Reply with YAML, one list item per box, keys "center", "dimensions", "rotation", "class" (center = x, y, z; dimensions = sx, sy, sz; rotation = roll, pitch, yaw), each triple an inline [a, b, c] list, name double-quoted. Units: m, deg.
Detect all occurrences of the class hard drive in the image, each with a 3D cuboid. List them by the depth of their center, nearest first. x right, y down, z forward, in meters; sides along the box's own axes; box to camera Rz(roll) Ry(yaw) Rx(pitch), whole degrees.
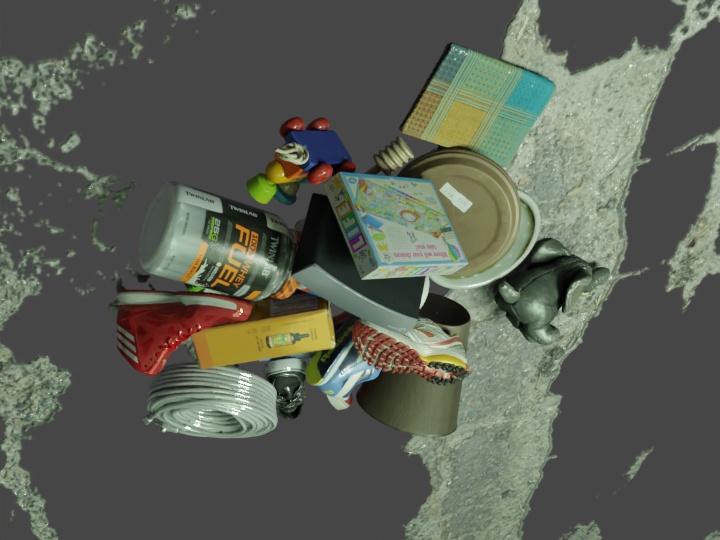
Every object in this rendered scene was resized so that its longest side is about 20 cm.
- center: [0.008, -0.009, 1.178]
  dimensions: [0.200, 0.135, 0.042]
  rotation: [29, 152, -32]
  class: "hard drive"

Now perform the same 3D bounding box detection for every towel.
- center: [0.166, -0.229, 1.250]
  dimensions: [0.199, 0.022, 0.147]
  rotation: [12, 124, -33]
  class: "towel"

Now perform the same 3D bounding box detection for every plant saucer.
- center: [0.133, -0.078, 1.299]
  dimensions: [0.199, 0.030, 0.201]
  rotation: [3, 116, 6]
  class: "plant saucer"
- center: [0.181, -0.059, 1.395]
  dimensions: [0.199, 0.050, 0.201]
  rotation: [-12, 134, -13]
  class: "plant saucer"

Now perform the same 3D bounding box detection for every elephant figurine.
- center: [0.333, 0.018, 1.514]
  dimensions: [0.200, 0.155, 0.142]
  rotation: [-39, 94, -3]
  class: "elephant figurine"

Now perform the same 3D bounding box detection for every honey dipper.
- center: [-0.013, -0.112, 1.257]
  dimensions: [0.200, 0.038, 0.038]
  rotation: [-38, 137, 13]
  class: "honey dipper"

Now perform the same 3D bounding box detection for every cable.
- center: [-0.224, 0.201, 1.361]
  dimensions: [0.199, 0.070, 0.200]
  rotation: [14, 152, -14]
  class: "cable"

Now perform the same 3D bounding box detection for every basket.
- center: [0.100, 0.149, 1.481]
  dimensions: [0.180, 0.136, 0.201]
  rotation: [18, 114, 8]
  class: "basket"

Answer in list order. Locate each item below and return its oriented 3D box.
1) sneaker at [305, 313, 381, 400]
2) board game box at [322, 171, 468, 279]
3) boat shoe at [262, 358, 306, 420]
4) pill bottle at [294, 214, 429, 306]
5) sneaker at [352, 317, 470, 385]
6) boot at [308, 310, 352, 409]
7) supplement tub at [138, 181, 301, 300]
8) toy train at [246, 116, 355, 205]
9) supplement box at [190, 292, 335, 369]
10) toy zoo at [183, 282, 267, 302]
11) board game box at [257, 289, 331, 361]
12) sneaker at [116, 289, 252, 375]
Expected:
- center: [0.006, 0.116, 1.384]
  dimensions: [0.200, 0.074, 0.082]
  rotation: [-45, 118, -3]
  class: "sneaker"
- center: [0.050, -0.058, 1.169]
  dimensions: [0.034, 0.135, 0.200]
  rotation: [-34, 160, 35]
  class: "board game box"
- center: [-0.118, 0.195, 1.427]
  dimensions: [0.070, 0.067, 0.200]
  rotation: [-7, 158, -9]
  class: "boat shoe"
- center: [0.000, 0.000, 1.271]
  dimensions: [0.199, 0.112, 0.112]
  rotation: [21, 119, -34]
  class: "pill bottle"
- center: [0.072, 0.110, 1.343]
  dimensions: [0.199, 0.082, 0.078]
  rotation: [21, 137, -29]
  class: "sneaker"
- center: [-0.009, 0.141, 1.480]
  dimensions: [0.144, 0.073, 0.200]
  rotation: [-25, 134, -5]
  class: "boot"
- center: [-0.177, -0.032, 1.172]
  dimensions: [0.199, 0.123, 0.123]
  rotation: [16, 122, -30]
  class: "supplement tub"
- center: [-0.099, -0.126, 1.118]
  dimensions: [0.116, 0.085, 0.200]
  rotation: [-35, 174, 25]
  class: "toy train"
- center: [-0.138, 0.084, 1.283]
  dimensions: [0.199, 0.069, 0.067]
  rotation: [-8, 117, 2]
  class: "supplement box"
- center: [-0.176, 0.036, 1.326]
  dimensions: [0.131, 0.020, 0.200]
  rotation: [-25, 137, -4]
  class: "toy zoo"
- center: [-0.091, 0.044, 1.333]
  dimensions: [0.103, 0.019, 0.201]
  rotation: [-1, 118, -30]
  class: "board game box"
- center: [-0.242, 0.088, 1.218]
  dimensions: [0.199, 0.116, 0.078]
  rotation: [1, 174, 21]
  class: "sneaker"
